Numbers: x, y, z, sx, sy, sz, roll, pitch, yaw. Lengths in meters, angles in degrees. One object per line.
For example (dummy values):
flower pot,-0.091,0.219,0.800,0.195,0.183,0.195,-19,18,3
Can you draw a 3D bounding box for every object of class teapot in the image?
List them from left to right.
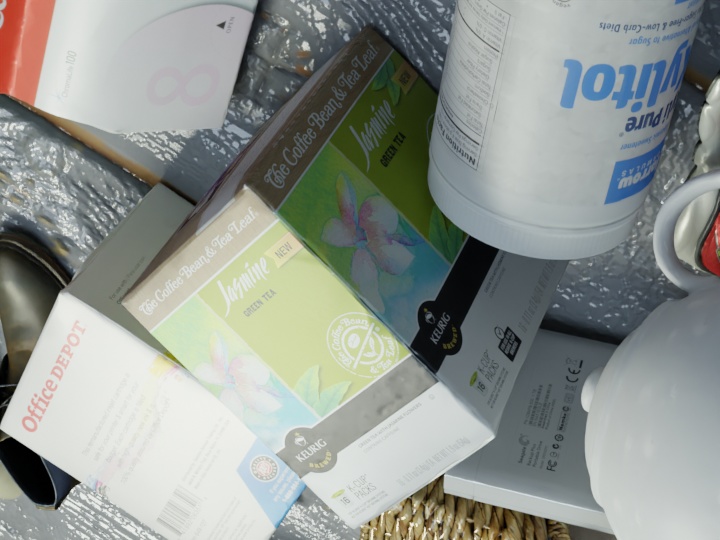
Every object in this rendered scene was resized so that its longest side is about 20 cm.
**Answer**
teapot,0.188,0.082,0.848,0.145,0.200,0.199,22,147,30

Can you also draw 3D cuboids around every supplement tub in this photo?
supplement tub,0.113,-0.123,0.851,0.130,0.132,0.202,17,128,12

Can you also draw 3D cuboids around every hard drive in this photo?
hard drive,0.163,0.104,0.973,0.197,0.133,0.027,12,137,12

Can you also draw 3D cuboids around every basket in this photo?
basket,0.089,0.185,1.057,0.147,0.143,0.202,18,134,19

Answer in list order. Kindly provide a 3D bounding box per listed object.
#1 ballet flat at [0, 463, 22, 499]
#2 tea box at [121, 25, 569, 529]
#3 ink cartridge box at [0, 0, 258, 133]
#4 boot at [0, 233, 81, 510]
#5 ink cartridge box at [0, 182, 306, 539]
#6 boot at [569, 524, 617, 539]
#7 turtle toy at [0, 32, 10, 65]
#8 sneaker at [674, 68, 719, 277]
ballet flat,-0.317,0.116,1.241,0.069,0.070,0.202,4,124,21
tea box,0.000,0.000,0.937,0.197,0.201,0.133,43,128,-10
ink cartridge box,-0.156,-0.155,0.921,0.057,0.198,0.164,53,138,34
boot,-0.238,0.078,1.160,0.074,0.097,0.202,-8,119,27
ink cartridge box,-0.112,0.074,1.072,0.199,0.145,0.148,34,128,-1
boot,0.210,0.177,1.060,0.144,0.071,0.202,-10,119,21
turtle toy,-0.259,-0.192,0.983,0.144,0.101,0.202,25,130,13
sneaker,0.233,-0.070,0.864,0.084,0.077,0.202,29,141,23
